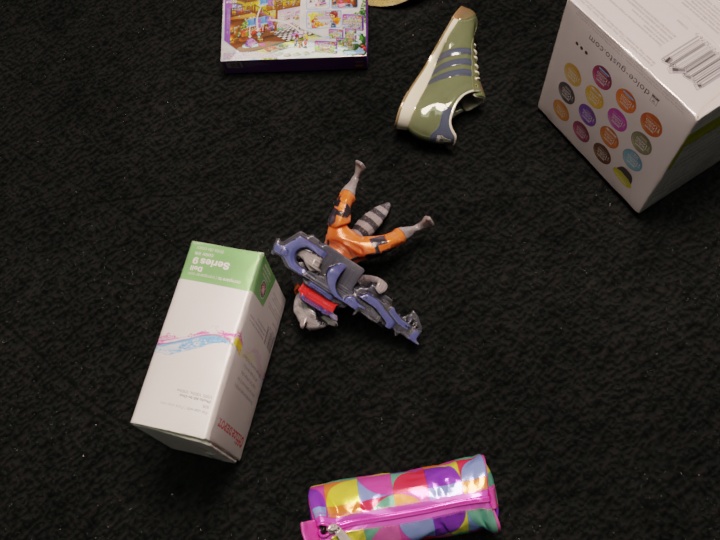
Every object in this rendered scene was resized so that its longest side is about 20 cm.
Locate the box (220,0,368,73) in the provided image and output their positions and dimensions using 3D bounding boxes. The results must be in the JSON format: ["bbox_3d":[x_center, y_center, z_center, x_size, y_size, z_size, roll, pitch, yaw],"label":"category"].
[{"bbox_3d":[-0.089,-0.344,1.012,0.199,0.039,0.138,-1,79,3],"label":"box"}]

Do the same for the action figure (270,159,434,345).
[{"bbox_3d":[0.000,0.000,0.868,0.200,0.105,0.194,41,82,-8],"label":"action figure"}]

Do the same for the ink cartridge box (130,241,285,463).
[{"bbox_3d":[-0.155,0.091,0.792,0.087,0.145,0.201,9,69,8],"label":"ink cartridge box"}]

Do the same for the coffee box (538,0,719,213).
[{"bbox_3d":[0.362,-0.230,0.865,0.200,0.198,0.200,-31,68,-11],"label":"coffee box"}]

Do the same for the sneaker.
[{"bbox_3d":[0.125,-0.246,0.962,0.090,0.067,0.201,28,72,6],"label":"sneaker"}]

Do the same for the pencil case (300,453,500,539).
[{"bbox_3d":[0.041,0.244,0.752,0.199,0.088,0.089,-12,67,-2],"label":"pencil case"}]

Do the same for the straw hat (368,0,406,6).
[{"bbox_3d":[0.048,-0.477,1.042,0.200,0.202,0.085,23,30,12],"label":"straw hat"}]
